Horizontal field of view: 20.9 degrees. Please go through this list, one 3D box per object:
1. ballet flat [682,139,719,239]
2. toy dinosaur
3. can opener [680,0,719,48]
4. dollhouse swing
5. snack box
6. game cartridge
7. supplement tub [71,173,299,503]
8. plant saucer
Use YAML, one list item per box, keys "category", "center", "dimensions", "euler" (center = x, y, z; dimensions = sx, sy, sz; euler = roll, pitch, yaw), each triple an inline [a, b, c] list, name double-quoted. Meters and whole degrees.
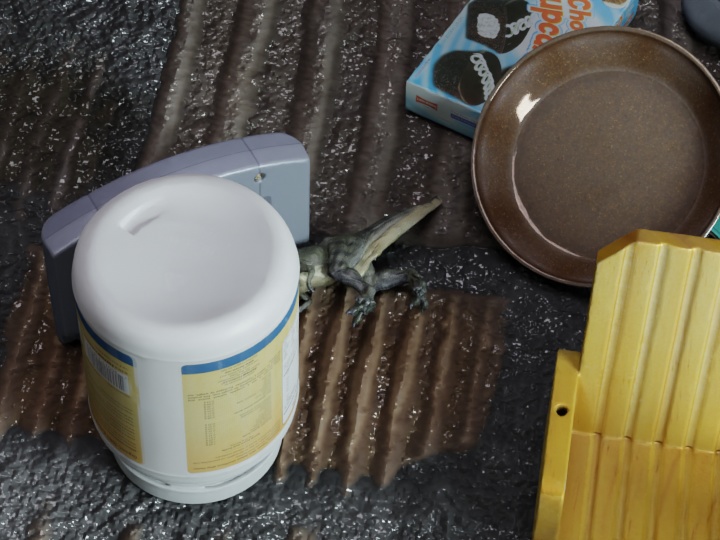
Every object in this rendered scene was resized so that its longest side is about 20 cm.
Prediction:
- category: "ballet flat"
  center: [0.325, -0.027, 1.462]
  dimensions: [0.072, 0.072, 0.200]
  euler: [-36, 62, -26]
- category: "toy dinosaur"
  center: [0.000, 0.000, 1.434]
  dimensions: [0.200, 0.048, 0.088]
  euler: [-25, 49, -24]
- category: "can opener"
  center: [0.339, -0.171, 1.587]
  dimensions: [0.067, 0.053, 0.200]
  euler: [-41, 58, 8]
- category: "dollhouse swing"
  center: [0.224, 0.103, 1.274]
  dimensions: [0.199, 0.176, 0.182]
  euler: [9, 51, 4]
- category: "snack box"
  center: [0.134, -0.182, 1.587]
  dimensions: [0.116, 0.037, 0.200]
  euler: [25, 55, 17]
- category: "game cartridge"
  center: [-0.130, -0.027, 1.393]
  dimensions: [0.200, 0.133, 0.041]
  euler: [-22, 59, -19]
- category: "supplement tub"
  center: [-0.112, 0.050, 1.289]
  dimensions: [0.144, 0.200, 0.145]
  euler: [1, 51, -2]
- category: "plant saucer"
  center: [0.184, -0.083, 1.465]
  dimensions: [0.200, 0.037, 0.201]
  euler: [-3, 79, 17]
